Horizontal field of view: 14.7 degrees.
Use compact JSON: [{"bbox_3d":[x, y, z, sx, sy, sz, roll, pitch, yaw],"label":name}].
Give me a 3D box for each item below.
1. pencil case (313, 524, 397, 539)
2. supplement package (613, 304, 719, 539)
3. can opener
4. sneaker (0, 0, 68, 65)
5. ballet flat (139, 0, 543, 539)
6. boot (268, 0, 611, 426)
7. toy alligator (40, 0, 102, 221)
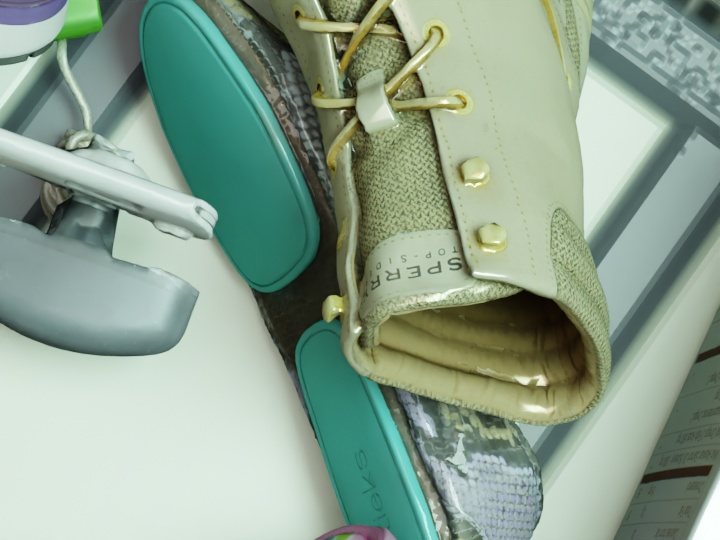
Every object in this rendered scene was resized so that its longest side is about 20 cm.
[{"bbox_3d":[0.021,0.172,0.777,0.087,0.087,0.200,-32,97,-8],"label":"pencil case"},{"bbox_3d":[0.149,0.064,0.796,0.117,0.117,0.200,25,82,-2],"label":"supplement package"},{"bbox_3d":[-0.137,-0.031,0.781,0.200,0.053,0.067,18,83,-9],"label":"can opener"},{"bbox_3d":[-0.165,-0.134,0.758,0.200,0.076,0.088,18,125,-6],"label":"sneaker"},{"bbox_3d":[0.000,0.000,0.824,0.072,0.072,0.201,-23,86,-7],"label":"ballet flat"},{"bbox_3d":[0.003,-0.058,0.747,0.073,0.200,0.156,-20,51,26],"label":"boot"},{"bbox_3d":[-0.096,-0.112,0.826,0.059,0.054,0.200,-10,84,-6],"label":"toy alligator"}]
